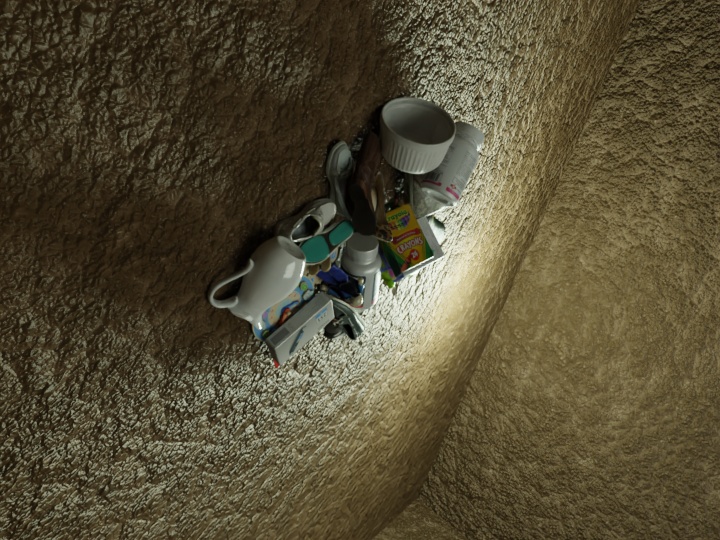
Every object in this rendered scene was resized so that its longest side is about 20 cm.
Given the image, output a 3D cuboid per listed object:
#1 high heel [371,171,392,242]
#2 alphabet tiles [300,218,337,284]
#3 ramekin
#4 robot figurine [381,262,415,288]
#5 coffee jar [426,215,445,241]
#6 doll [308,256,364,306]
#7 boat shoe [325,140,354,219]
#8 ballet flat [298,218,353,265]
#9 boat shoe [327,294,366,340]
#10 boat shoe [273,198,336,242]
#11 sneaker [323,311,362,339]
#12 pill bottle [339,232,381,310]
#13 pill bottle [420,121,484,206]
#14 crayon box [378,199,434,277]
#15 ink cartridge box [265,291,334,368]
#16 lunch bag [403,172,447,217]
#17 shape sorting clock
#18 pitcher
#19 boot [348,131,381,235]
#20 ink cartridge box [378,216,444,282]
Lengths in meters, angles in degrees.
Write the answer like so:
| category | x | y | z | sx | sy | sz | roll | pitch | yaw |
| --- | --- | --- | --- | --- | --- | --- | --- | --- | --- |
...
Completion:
| category | x | y | z | sx | sy | sz | roll | pitch | yaw |
| --- | --- | --- | --- | --- | --- | --- | --- | --- | --- |
| high heel | 0.051 | -0.167 | 1.521 | 0.070 | 0.200 | 0.145 | 13 | 110 | -34 |
| alphabet tiles | -0.123 | -0.039 | 1.517 | 0.198 | 0.014 | 0.200 | -30 | 140 | -46 |
| ramekin | 0.138 | -0.339 | 1.497 | 0.199 | 0.199 | 0.106 | -38 | 155 | -37 |
| robot figurine | 0.121 | -0.034 | 1.838 | 0.198 | 0.114 | 0.179 | -11 | 124 | -56 |
| coffee jar | 0.207 | -0.142 | 1.917 | 0.106 | 0.085 | 0.199 | -58 | 154 | 3 |
| doll | -0.056 | 0.036 | 1.565 | 0.200 | 0.134 | 0.050 | 42 | 44 | -43 |
| boat shoe | -0.040 | -0.219 | 1.435 | 0.074 | 0.064 | 0.206 | -38 | 144 | -37 |
| ballet flat | -0.096 | -0.067 | 1.455 | 0.199 | 0.069 | 0.071 | -37 | 145 | -38 |
| boat shoe | -0.046 | 0.135 | 1.654 | 0.063 | 0.072 | 0.200 | -59 | 143 | -15 |
| boat shoe | -0.115 | -0.111 | 1.390 | 0.199 | 0.068 | 0.072 | -37 | 128 | -40 |
| sneaker | -0.049 | 0.122 | 1.754 | 0.201 | 0.073 | 0.080 | -51 | 141 | -29 |
| pill bottle | 0.000 | 0.000 | 1.656 | 0.119 | 0.118 | 0.204 | -35 | 144 | -39 |
| pill bottle | 0.251 | -0.288 | 1.580 | 0.204 | 0.112 | 0.113 | -63 | 153 | -4 |
| crayon box | 0.109 | -0.101 | 1.653 | 0.125 | 0.204 | 0.051 | -25 | 175 | -29 |
| ink cartridge box | -0.153 | 0.172 | 1.555 | 0.199 | 0.045 | 0.178 | -41 | 153 | -22 |
| lunch bag | 0.194 | -0.270 | 1.716 | 0.167 | 0.138 | 0.203 | -38 | 143 | -32 |
| shape sorting clock | -0.192 | 0.097 | 1.482 | 0.199 | 0.039 | 0.203 | -38 | 149 | -28 |
| pitcher | -0.226 | 0.019 | 1.287 | 0.201 | 0.122 | 0.170 | -50 | 140 | 15 |
| boot | 0.021 | -0.218 | 1.467 | 0.189 | 0.062 | 0.204 | 80 | 17 | -49 |
| ink cartridge box | 0.132 | -0.058 | 1.720 | 0.197 | 0.139 | 0.076 | -25 | 175 | -31 |
